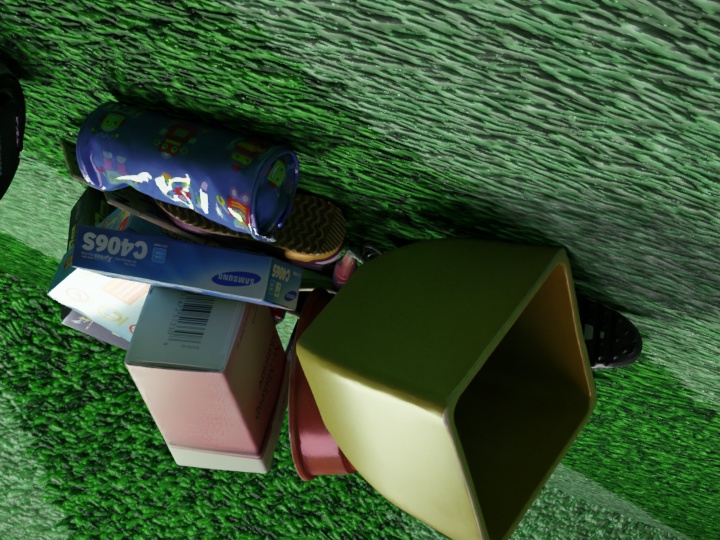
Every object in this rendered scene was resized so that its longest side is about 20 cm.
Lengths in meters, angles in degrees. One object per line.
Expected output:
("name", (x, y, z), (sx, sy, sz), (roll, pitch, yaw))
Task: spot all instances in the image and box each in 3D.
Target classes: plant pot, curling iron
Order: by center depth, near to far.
("plant pot", (0.061, 0.089, 1.280), (0.199, 0.194, 0.196), (17, 141, 34))
("curling iron", (-0.007, 0.005, 1.430), (0.049, 0.026, 0.200), (38, 165, -5))
("plant pot", (0.044, 0.122, 1.528), (0.194, 0.202, 0.201), (3, 166, 13))

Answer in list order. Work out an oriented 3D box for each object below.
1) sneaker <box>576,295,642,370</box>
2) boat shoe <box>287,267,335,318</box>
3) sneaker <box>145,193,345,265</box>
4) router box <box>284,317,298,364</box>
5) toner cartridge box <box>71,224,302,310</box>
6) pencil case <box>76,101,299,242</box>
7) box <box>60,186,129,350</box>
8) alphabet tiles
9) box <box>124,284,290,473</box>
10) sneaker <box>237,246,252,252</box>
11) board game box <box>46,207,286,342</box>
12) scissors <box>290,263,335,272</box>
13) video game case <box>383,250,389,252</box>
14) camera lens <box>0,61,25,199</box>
("sneaker", (0.170, 0.061, 1.406), (0.199, 0.067, 0.090), (5, 166, 17))
("boat shoe", (-0.010, 0.051, 1.694), (0.199, 0.075, 0.068), (17, -150, 19))
("sneaker", (-0.111, -0.049, 1.405), (0.199, 0.075, 0.090), (21, 165, 2))
("router box", (-0.006, 0.093, 1.766), (0.156, 0.053, 0.200), (22, -159, -2))
("toner cartridge box", (-0.164, -0.003, 1.412), (0.199, 0.044, 0.095), (9, 176, 17))
("pencil case", (-0.143, -0.085, 1.257), (0.199, 0.078, 0.087), (17, 148, 26))
("box", (-0.270, 0.007, 1.755), (0.157, 0.201, 0.051), (26, 125, -28))
("alphabet tiles", (-0.214, -0.077, 1.453), (0.166, 0.006, 0.200), (24, -169, -23))
("box", (-0.150, 0.102, 1.523), (0.108, 0.129, 0.201), (4, 145, 15))
("sneaker", (-0.153, -0.034, 1.610), (0.199, 0.071, 0.073), (-15, 135, 38))
("board game box", (-0.205, 0.018, 1.592), (0.195, 0.056, 0.200), (33, 143, -22))
("scissors", (0.000, 0.000, 1.542), (0.199, 0.014, 0.073), (14, 167, -8))
("video game case", (0.106, 0.025, 1.481), (0.142, 0.018, 0.200), (8, 165, 24))
("camera lens", (-0.410, -0.131, 1.316), (0.199, 0.161, 0.160), (19, 170, 7))
